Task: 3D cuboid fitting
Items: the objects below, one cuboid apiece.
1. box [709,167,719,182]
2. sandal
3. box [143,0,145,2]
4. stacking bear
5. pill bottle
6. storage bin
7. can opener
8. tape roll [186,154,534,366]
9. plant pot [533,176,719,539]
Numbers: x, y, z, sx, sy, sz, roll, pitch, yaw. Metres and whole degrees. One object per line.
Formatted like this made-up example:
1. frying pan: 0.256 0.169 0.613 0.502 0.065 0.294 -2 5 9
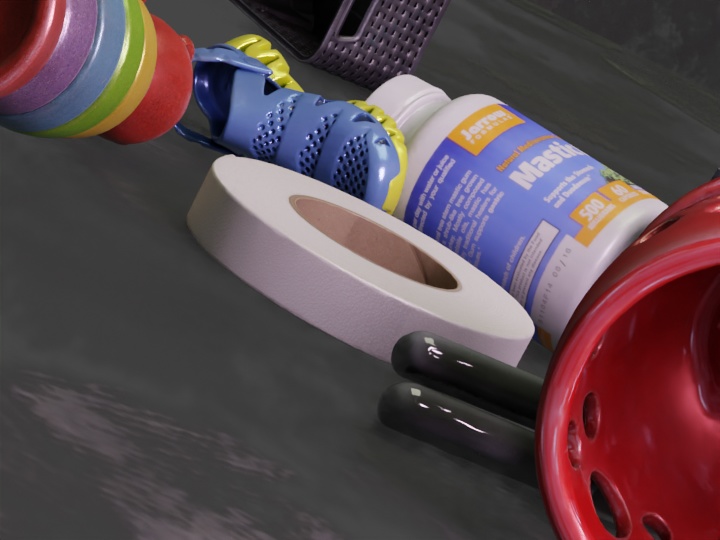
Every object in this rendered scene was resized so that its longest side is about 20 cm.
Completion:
1. box: 0.249 0.048 1.561 0.199 0.158 0.051 21 13 -32
2. sandal: -0.053 -0.083 1.661 0.087 0.080 0.200 0 23 -45
3. box: -0.233 -0.248 1.864 0.199 0.100 0.096 23 13 -21
4. stacking bear: -0.161 -0.122 1.495 0.113 0.122 0.200 31 5 27
5. pill bottle: 0.085 -0.038 1.666 0.200 0.112 0.112 34 13 26
6. storage bin: -0.016 -0.244 2.247 0.093 0.136 0.200 20 14 -32
7. can opener: 0.093 0.088 1.341 0.199 0.054 0.067 23 -20 -21
8. tape roll: 0.000 0.000 1.497 0.202 0.037 0.203 27 12 -6
9. plant pot: 0.191 0.056 1.230 0.200 0.201 0.182 29 22 7
